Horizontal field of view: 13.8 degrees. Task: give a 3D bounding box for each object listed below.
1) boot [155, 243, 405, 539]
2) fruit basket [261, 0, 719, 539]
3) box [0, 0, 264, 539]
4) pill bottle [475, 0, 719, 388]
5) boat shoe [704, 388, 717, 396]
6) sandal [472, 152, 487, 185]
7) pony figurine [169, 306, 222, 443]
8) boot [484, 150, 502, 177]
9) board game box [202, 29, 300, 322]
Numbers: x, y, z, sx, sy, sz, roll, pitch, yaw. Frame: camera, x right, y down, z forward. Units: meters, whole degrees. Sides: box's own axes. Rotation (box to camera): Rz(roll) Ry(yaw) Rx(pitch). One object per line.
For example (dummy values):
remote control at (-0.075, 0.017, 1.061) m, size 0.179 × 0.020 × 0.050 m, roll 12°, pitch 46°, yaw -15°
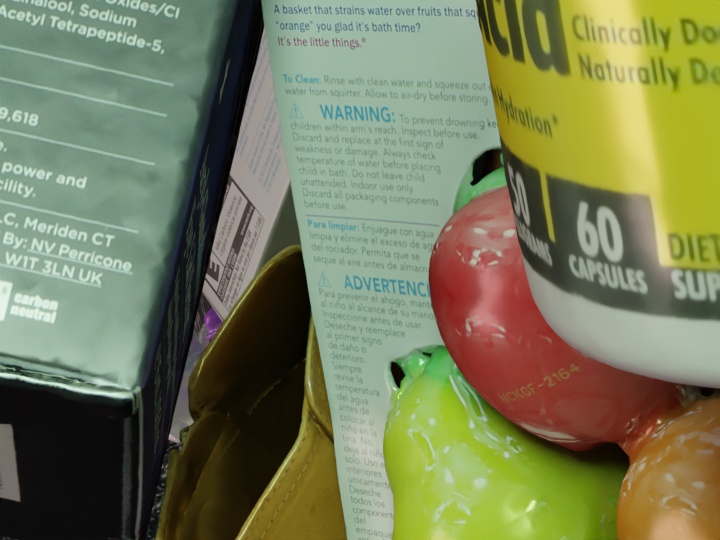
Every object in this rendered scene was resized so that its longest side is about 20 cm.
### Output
boot at (0.022, 0.032, 0.801) m, size 0.144 × 0.071 × 0.202 m, roll 51°, pitch -131°, yaw -39°
fruit basket at (0.063, 0.032, 0.666) m, size 0.185 × 0.094 × 0.201 m, roll 5°, pitch 106°, yaw 42°
box at (-0.080, -0.051, 0.715) m, size 0.148 × 0.104 × 0.201 m, roll 102°, pitch 180°, yaw -71°
pill bottle at (0.065, -0.092, 0.466) m, size 0.111 × 0.111 × 0.201 m, roll -121°, pitch 19°, yaw -69°
boat shoe at (0.084, 0.046, 0.756) m, size 0.069 × 0.073 × 0.201 m, roll 112°, pitch 140°, yaw -77°
sandal at (0.000, 0.000, 0.947) m, size 0.075 × 0.045 × 0.200 m, roll 57°, pitch 154°, yaw 34°
pony figurine at (-0.018, 0.045, 1.410) m, size 0.193 × 0.166 × 0.201 m, roll -121°, pitch 33°, yaw -45°
boot at (0.042, -0.013, 0.998) m, size 0.200 × 0.073 × 0.155 m, roll 176°, pitch 79°, yaw -84°
board game box at (-0.041, -0.100, 0.902) m, size 0.200 × 0.064 × 0.148 m, roll 52°, pitch 135°, yaw 35°
